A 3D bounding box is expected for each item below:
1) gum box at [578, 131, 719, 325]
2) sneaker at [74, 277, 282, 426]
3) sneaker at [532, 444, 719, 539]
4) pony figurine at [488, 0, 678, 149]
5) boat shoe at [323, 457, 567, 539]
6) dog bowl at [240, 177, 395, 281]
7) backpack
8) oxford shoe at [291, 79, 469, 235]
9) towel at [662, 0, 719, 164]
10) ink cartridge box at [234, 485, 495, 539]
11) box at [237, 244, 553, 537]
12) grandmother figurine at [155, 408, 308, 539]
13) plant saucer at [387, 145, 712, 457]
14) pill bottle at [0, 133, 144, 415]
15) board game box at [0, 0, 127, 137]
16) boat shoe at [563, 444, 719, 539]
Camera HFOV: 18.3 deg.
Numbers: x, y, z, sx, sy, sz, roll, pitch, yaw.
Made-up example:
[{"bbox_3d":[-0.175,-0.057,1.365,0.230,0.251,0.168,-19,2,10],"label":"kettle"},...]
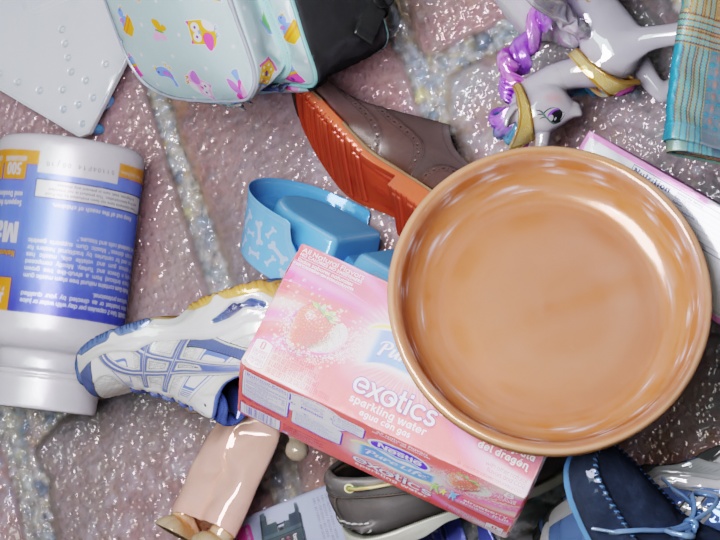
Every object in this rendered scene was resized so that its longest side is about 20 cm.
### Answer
[{"bbox_3d":[0.222,-0.013,1.458,0.200,0.113,0.066,33,97,24],"label":"gum box"},{"bbox_3d":[-0.121,0.071,1.556,0.200,0.075,0.088,-20,83,38],"label":"sneaker"},{"bbox_3d":[0.206,0.166,1.462,0.200,0.076,0.077,-19,72,22],"label":"sneaker"},{"bbox_3d":[0.151,-0.182,1.506,0.200,0.167,0.193,-25,84,3],"label":"pony figurine"},{"bbox_3d":[0.074,0.124,1.503,0.201,0.061,0.072,-24,28,-1],"label":"boat shoe"},{"bbox_3d":[0.000,0.000,1.565,0.200,0.111,0.050,29,109,25],"label":"dog bowl"},{"bbox_3d":[-0.098,-0.204,1.584,0.200,0.153,0.176,5,120,54],"label":"backpack"},{"bbox_3d":[0.025,-0.083,1.597,0.072,0.071,0.200,-34,58,-19],"label":"oxford shoe"},{"bbox_3d":[0.276,-0.161,1.457,0.146,0.022,0.201,10,86,-17],"label":"towel"},{"bbox_3d":[-0.003,0.208,1.574,0.200,0.042,0.120,-23,75,19],"label":"ink cartridge box"},{"bbox_3d":[0.029,0.078,1.432,0.200,0.103,0.095,25,70,6],"label":"box"},{"bbox_3d":[-0.076,0.104,1.594,0.121,0.061,0.200,21,77,28],"label":"grandmother figurine"},{"bbox_3d":[0.116,0.021,1.382,0.200,0.037,0.201,0,70,-1],"label":"plant saucer"},{"bbox_3d":[-0.227,0.004,1.662,0.112,0.112,0.201,5,85,25],"label":"pill bottle"},{"bbox_3d":[-0.237,-0.232,1.746,0.200,0.026,0.200,30,96,25],"label":"board game box"},{"bbox_3d":[0.209,0.179,1.398,0.069,0.084,0.200,-28,111,42],"label":"boat shoe"}]
